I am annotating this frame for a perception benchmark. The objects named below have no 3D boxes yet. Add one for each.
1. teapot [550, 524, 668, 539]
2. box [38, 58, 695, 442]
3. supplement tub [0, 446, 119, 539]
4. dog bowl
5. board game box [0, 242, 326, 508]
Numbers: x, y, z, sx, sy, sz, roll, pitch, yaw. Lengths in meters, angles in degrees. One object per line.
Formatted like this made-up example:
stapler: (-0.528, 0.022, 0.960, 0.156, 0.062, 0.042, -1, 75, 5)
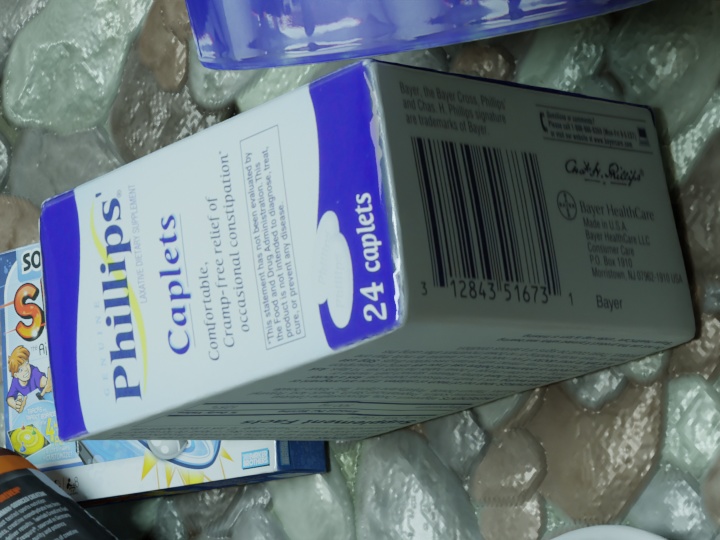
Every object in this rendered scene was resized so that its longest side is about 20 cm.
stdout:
teapot: (0.057, 0.208, 0.890, 0.145, 0.197, 0.201, 17, 101, 8)
box: (0.000, 0.000, 0.975, 0.199, 0.183, 0.106, -20, 73, 40)
supplement tub: (-0.163, 0.156, 1.141, 0.200, 0.107, 0.107, 38, 112, 24)
dog bowl: (0.025, -0.136, 0.948, 0.199, 0.199, 0.079, 0, 103, 44)
board game box: (-0.101, 0.042, 1.171, 0.199, 0.034, 0.136, -14, 76, 43)
